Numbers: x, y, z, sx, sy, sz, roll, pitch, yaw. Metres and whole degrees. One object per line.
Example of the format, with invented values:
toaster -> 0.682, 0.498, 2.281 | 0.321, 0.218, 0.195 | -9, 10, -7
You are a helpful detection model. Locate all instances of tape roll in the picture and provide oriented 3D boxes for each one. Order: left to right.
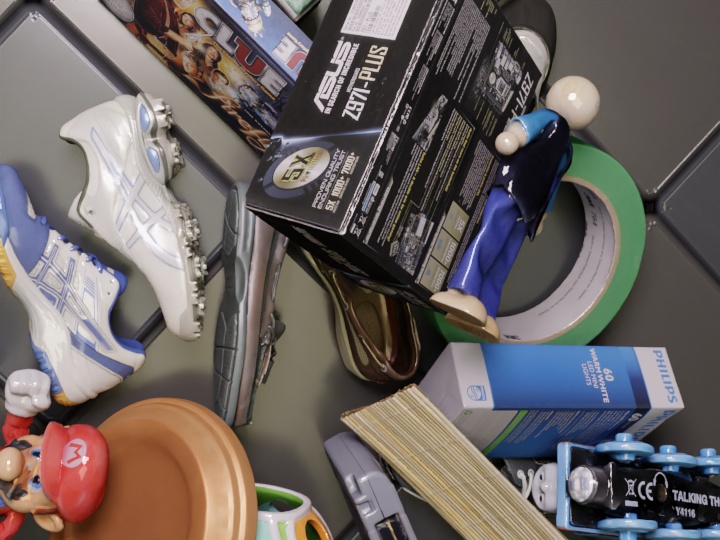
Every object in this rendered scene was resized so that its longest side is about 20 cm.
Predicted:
tape roll -> 0.139, -0.015, 0.809 | 0.198, 0.048, 0.202 | -9, 116, -18

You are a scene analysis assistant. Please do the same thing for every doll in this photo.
doll -> 0.116, -0.051, 0.705 | 0.048, 0.136, 0.201 | 21, 79, 26

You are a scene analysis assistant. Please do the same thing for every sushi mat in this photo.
sushi mat -> 0.078, 0.171, 0.782 | 0.200, 0.095, 0.012 | 46, 46, -12

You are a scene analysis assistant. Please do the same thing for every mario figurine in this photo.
mario figurine -> -0.281, 0.151, 0.733 | 0.198, 0.106, 0.125 | -13, 103, 19

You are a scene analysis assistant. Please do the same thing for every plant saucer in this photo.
plant saucer -> -0.171, 0.196, 0.759 | 0.201, 0.200, 0.037 | -55, 146, 1

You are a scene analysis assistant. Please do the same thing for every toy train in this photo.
toy train -> 0.233, 0.191, 0.824 | 0.199, 0.114, 0.088 | 14, 69, -31

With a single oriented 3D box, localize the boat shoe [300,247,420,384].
boat shoe -> 0.005, -0.003, 0.795 | 0.074, 0.075, 0.204 | -29, 110, -25

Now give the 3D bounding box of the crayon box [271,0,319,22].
crayon box -> -0.104, -0.270, 0.730 | 0.051, 0.127, 0.200 | -43, 102, -3

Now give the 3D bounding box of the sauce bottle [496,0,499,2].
sauce bottle -> 0.047, -0.183, 0.797 | 0.200, 0.065, 0.065 | -42, 102, 0

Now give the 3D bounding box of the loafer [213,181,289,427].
loafer -> -0.082, 0.030, 0.804 | 0.062, 0.072, 0.202 | 3, 93, -22

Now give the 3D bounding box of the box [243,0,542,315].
box -> 0.031, -0.095, 0.682 | 0.164, 0.086, 0.202 | 34, 76, -55

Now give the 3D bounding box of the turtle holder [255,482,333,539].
turtle holder -> -0.099, 0.243, 0.804 | 0.140, 0.185, 0.133 | -1, 100, -43

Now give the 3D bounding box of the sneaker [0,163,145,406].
sneaker -> -0.235, 0.003, 0.779 | 0.087, 0.075, 0.202 | -22, 109, -14

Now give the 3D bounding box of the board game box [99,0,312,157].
board game box -> -0.104, -0.172, 0.738 | 0.200, 0.135, 0.035 | 44, 66, -11

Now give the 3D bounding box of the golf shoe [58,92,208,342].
golf shoe -> -0.177, -0.036, 0.778 | 0.096, 0.078, 0.202 | -14, 90, -5

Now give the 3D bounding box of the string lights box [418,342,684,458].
string lights box -> 0.151, 0.111, 0.813 | 0.198, 0.103, 0.059 | 3, 56, -19

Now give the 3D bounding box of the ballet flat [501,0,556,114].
ballet flat -> 0.114, -0.137, 0.812 | 0.068, 0.068, 0.201 | 26, 92, -11

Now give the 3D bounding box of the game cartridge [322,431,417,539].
game cartridge -> 0.027, 0.235, 0.812 | 0.041, 0.133, 0.202 | -25, 102, -12

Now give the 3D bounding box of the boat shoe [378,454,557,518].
boat shoe -> 0.113, 0.185, 0.857 | 0.198, 0.060, 0.076 | 10, 96, -10
